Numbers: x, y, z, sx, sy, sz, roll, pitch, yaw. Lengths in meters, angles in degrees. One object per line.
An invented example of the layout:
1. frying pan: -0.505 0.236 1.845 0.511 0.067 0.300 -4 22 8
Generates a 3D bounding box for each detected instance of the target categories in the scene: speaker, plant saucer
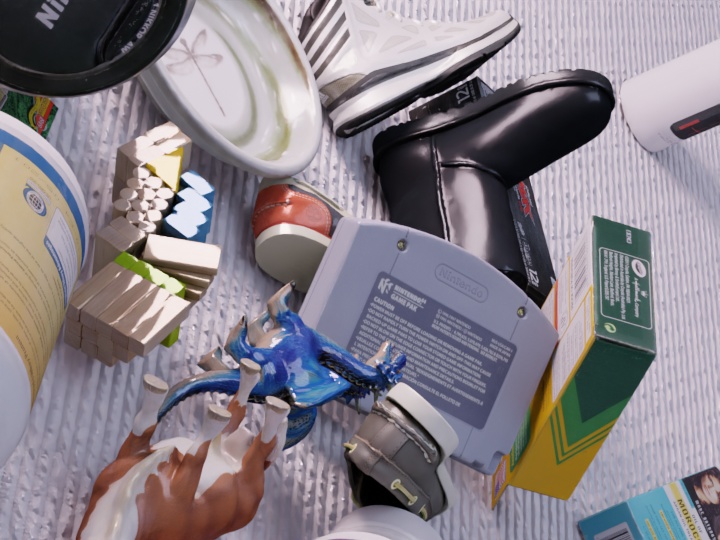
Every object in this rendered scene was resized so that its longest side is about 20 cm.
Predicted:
1. speaker: 0.357 -0.188 2.201 0.081 0.200 0.081 37 42 -42
2. plant saucer: -0.108 -0.145 1.552 0.200 0.050 0.200 39 35 -34

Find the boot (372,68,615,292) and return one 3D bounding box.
1. boot: 0.109 -0.051 1.684 0.076 0.200 0.168 61 15 -54

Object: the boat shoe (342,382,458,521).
1. boat shoe: 0.021 0.132 1.444 0.072 0.060 0.202 41 -15 14

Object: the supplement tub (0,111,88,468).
1. supplement tub: -0.223 0.023 1.113 0.145 0.145 0.200 46 31 -26

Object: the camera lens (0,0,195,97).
1. camera lens: -0.183 -0.209 1.334 0.160 0.160 0.200 43 16 -31

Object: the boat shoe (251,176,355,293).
1. boat shoe: 0.000 0.000 1.587 0.200 0.071 0.063 33 36 -35

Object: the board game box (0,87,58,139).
1. board game box: -0.239 -0.069 1.301 0.105 0.023 0.200 49 31 -27

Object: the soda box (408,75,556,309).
1. soda box: 0.099 -0.049 1.782 0.063 0.071 0.200 33 38 -50

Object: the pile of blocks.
1. pile of blocks: -0.126 -0.005 1.375 0.082 0.062 0.200 12 43 0

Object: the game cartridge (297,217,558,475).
1. game cartridge: 0.044 0.047 1.550 0.200 0.042 0.133 29 77 -33

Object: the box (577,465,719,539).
1. box: 0.252 0.217 1.821 0.200 0.049 0.082 -8 72 -60

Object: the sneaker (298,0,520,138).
1. sneaker: 0.032 -0.191 1.751 0.200 0.076 0.115 -29 85 -36

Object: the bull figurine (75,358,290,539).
1. bull figurine: -0.105 0.120 1.273 0.065 0.122 0.200 31 15 15

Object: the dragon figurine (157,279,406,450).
1. dragon figurine: -0.046 0.073 1.407 0.099 0.059 0.200 48 36 4

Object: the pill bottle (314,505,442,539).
1. pill bottle: -0.010 0.224 1.318 0.112 0.112 0.200 55 29 -13

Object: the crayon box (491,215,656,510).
1. crayon box: 0.154 0.075 1.635 0.052 0.200 0.126 16 43 -10
